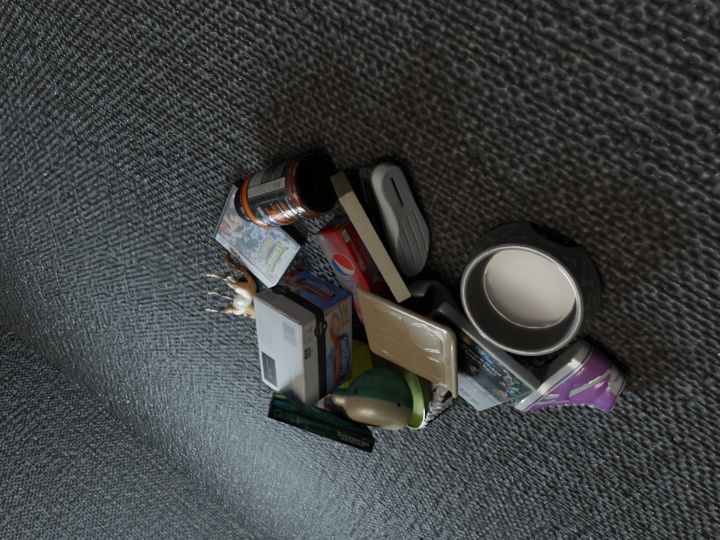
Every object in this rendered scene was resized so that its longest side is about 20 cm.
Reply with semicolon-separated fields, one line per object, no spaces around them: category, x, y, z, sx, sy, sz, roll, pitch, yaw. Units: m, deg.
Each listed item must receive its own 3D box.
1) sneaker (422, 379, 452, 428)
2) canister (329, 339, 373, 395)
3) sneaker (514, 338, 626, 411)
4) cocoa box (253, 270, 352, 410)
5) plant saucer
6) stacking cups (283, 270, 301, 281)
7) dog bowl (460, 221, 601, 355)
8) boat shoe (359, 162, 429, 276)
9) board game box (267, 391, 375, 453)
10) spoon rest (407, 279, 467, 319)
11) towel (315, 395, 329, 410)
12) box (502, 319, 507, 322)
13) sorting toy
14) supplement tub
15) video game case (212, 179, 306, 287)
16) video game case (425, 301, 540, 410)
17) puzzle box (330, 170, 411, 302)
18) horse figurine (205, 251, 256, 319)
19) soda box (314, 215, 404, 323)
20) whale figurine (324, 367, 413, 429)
sneaker;0.141;0.245;1.145;0.081;0.075;0.200;46;145;25
canister;-0.071;0.200;1.246;0.199;0.086;0.149;12;122;40
sneaker;0.336;0.200;0.920;0.114;0.073;0.201;36;143;3
cocoa box;-0.103;0.127;1.077;0.133;0.131;0.201;25;128;36
plant saucer;0.081;0.211;1.134;0.200;0.031;0.201;48;148;42
stacking cups;-0.166;0.065;1.255;0.060;0.061;0.200;38;138;7
dog bowl;0.235;0.033;0.827;0.199;0.059;0.201;16;123;26
boat shoe;0.055;-0.084;0.914;0.071;0.072;0.201;27;142;51
board game box;-0.077;0.284;1.087;0.199;0.028;0.135;21;176;-7
spoon rest;0.145;0.083;1.000;0.099;0.061;0.200;4;141;41
towel;-0.029;0.294;1.233;0.199;0.144;0.023;7;96;-7
box;0.223;0.134;0.981;0.041;0.039;0.201;24;138;25
sorting toy;0.084;0.115;0.970;0.200;0.036;0.186;27;149;29
supplement tub;-0.136;-0.131;0.998;0.200;0.107;0.107;-7;121;46
video game case;-0.216;-0.067;1.194;0.181;0.026;0.200;43;143;1
video game case;0.174;0.151;0.972;0.200;0.023;0.182;40;150;0
puzzle box;0.015;-0.057;0.924;0.200;0.025;0.133;60;-176;-25
horse figurine;-0.284;0.049;1.315;0.132;0.050;0.200;14;135;-5
soda box;0.000;0.000;1.034;0.070;0.063;0.201;-5;121;44
whale figurine;0.014;0.240;1.094;0.159;0.104;0.200;23;158;-28
